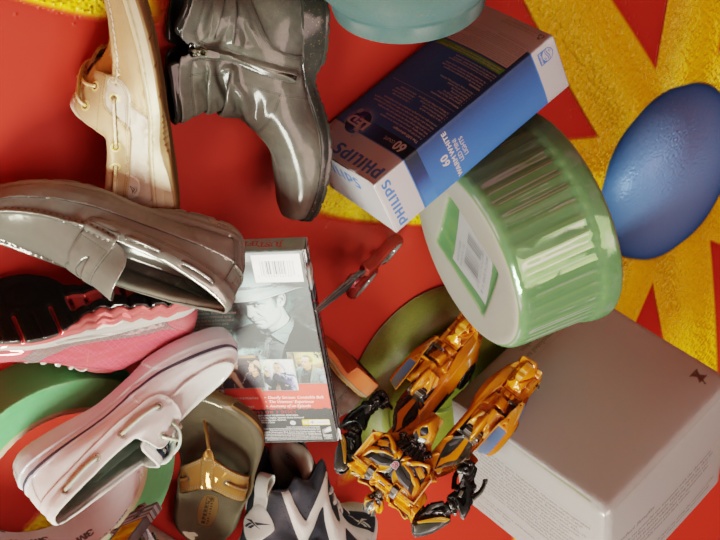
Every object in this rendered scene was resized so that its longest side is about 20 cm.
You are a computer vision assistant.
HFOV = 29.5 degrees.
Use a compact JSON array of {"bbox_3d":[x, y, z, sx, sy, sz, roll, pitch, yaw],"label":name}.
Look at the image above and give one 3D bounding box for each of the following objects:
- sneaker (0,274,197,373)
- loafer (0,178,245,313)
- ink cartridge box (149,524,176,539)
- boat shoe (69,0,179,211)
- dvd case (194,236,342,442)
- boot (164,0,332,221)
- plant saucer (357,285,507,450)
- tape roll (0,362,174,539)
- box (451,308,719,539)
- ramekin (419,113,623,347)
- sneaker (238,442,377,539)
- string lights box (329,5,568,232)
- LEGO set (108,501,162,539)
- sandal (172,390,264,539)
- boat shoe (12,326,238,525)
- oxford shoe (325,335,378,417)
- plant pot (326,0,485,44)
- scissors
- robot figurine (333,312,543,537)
[{"bbox_3d":[-0.214,0.052,1.042,0.199,0.074,0.087,-10,132,-19],"label":"sneaker"},{"bbox_3d":[-0.182,-0.016,0.995,0.199,0.070,0.070,11,145,-9],"label":"loafer"},{"bbox_3d":[-0.177,0.329,1.235,0.146,0.084,0.200,-49,133,-5],"label":"ink cartridge box"},{"bbox_3d":[-0.175,-0.120,0.987,0.069,0.074,0.201,-7,121,-4],"label":"boat shoe"},{"bbox_3d":[-0.099,0.062,1.127,0.145,0.022,0.201,-3,126,10],"label":"dvd case"},{"bbox_3d":[-0.093,-0.128,1.062,0.130,0.068,0.201,-12,114,-28],"label":"boot"},{"bbox_3d":[0.078,0.111,1.349,0.199,0.031,0.201,-20,126,-29],"label":"plant saucer"},{"bbox_3d":[-0.249,0.165,1.110,0.200,0.048,0.202,-19,125,-30],"label":"tape roll"},{"bbox_3d":[0.226,0.170,1.353,0.199,0.200,0.172,-39,145,-25],"label":"box"},{"bbox_3d":[0.132,-0.031,1.201,0.097,0.200,0.201,-25,128,-16],"label":"ramekin"},{"bbox_3d":[-0.044,0.209,1.274,0.199,0.079,0.131,-7,102,-52],"label":"sneaker"},{"bbox_3d":[0.065,-0.132,1.148,0.200,0.103,0.059,-40,133,-12],"label":"string lights box"},{"bbox_3d":[-0.189,0.283,1.103,0.153,0.116,0.200,-32,99,22],"label":"LEGO set"},{"bbox_3d":[-0.128,0.179,1.170,0.080,0.054,0.201,11,130,-2],"label":"sandal"},{"bbox_3d":[-0.169,0.125,1.061,0.200,0.067,0.074,-36,152,-10],"label":"boat shoe"},{"bbox_3d":[-0.060,0.082,1.197,0.073,0.071,0.200,-47,134,2],"label":"oxford shoe"},{"bbox_3d":[0.032,-0.251,0.996,0.200,0.200,0.135,-28,135,-23],"label":"plant pot"},{"bbox_3d":[0.000,0.000,1.157,0.073,0.014,0.200,-48,174,9],"label":"scissors"},{"bbox_3d":[0.068,0.141,1.248,0.200,0.145,0.058,-49,161,-17],"label":"robot figurine"}]
